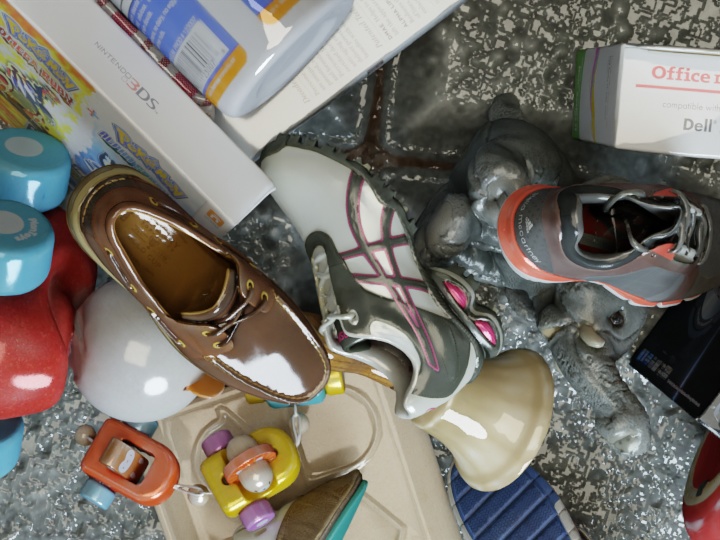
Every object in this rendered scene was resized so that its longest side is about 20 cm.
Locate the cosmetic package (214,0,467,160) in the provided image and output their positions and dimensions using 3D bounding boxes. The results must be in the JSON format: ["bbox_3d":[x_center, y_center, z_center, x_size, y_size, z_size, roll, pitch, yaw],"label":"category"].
[{"bbox_3d":[-0.018,-0.157,1.035,0.200,0.102,0.074,-38,94,4],"label":"cosmetic package"}]

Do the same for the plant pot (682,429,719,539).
[{"bbox_3d":[0.327,0.147,1.036,0.182,0.200,0.201,29,95,4],"label":"plant pot"}]

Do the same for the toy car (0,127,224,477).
[{"bbox_3d":[-0.167,0.035,1.005,0.199,0.177,0.185,11,122,-10],"label":"toy car"}]

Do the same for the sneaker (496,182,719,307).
[{"bbox_3d":[0.183,-0.019,0.953,0.199,0.082,0.078,-1,84,-32],"label":"sneaker"}]

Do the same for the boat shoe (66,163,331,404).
[{"bbox_3d":[-0.091,0.019,0.919,0.072,0.068,0.200,-48,115,-4],"label":"boat shoe"}]

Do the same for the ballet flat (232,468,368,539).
[{"bbox_3d":[-0.064,0.218,1.056,0.072,0.068,0.201,24,96,12],"label":"ballet flat"}]

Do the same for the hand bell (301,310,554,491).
[{"bbox_3d":[0.021,0.066,1.024,0.199,0.104,0.104,25,95,-28],"label":"hand bell"}]

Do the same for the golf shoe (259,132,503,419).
[{"bbox_3d":[0.000,0.000,0.968,0.200,0.077,0.088,46,63,1],"label":"golf shoe"}]

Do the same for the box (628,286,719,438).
[{"bbox_3d":[0.260,0.028,1.014,0.043,0.200,0.161,36,95,-6],"label":"box"}]

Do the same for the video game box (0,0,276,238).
[{"bbox_3d":[-0.161,-0.089,0.999,0.200,0.182,0.047,45,65,-5],"label":"video game box"}]

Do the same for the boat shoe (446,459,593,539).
[{"bbox_3d":[0.135,0.210,1.090,0.072,0.072,0.200,-39,70,1],"label":"boat shoe"}]

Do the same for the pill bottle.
[{"bbox_3d":[-0.108,-0.199,0.931,0.112,0.112,0.200,-44,89,3],"label":"pill bottle"}]

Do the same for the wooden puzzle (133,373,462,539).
[{"bbox_3d":[-0.042,0.160,1.101,0.199,0.046,0.186,-19,97,-4],"label":"wooden puzzle"}]

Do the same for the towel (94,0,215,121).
[{"bbox_3d":[-0.179,-0.152,1.014,0.200,0.146,0.030,46,69,-6],"label":"towel"}]

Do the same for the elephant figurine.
[{"bbox_3d":[0.139,-0.001,1.039,0.200,0.142,0.155,34,97,-5],"label":"elephant figurine"}]

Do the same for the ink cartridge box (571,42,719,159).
[{"bbox_3d":[0.210,-0.109,0.997,0.116,0.200,0.068,4,96,-2],"label":"ink cartridge box"}]

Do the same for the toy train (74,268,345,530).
[{"bbox_3d":[-0.099,0.088,1.039,0.150,0.056,0.200,31,76,14],"label":"toy train"}]
